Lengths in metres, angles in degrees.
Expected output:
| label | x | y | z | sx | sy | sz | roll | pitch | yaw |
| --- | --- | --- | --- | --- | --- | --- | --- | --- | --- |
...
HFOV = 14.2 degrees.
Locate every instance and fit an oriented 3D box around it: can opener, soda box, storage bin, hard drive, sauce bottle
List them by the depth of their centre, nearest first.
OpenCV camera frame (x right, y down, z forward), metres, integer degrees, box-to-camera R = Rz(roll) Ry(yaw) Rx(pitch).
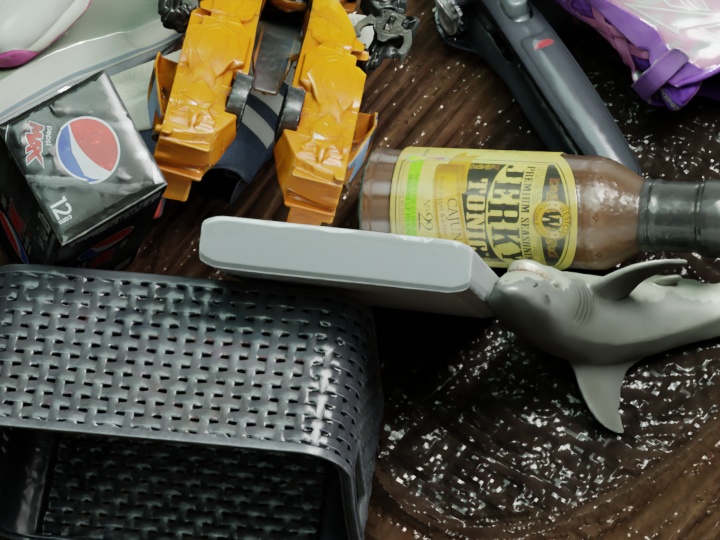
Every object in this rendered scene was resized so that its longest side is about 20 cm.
| label | x | y | z | sx | sy | sz | roll | pitch | yaw |
| --- | --- | --- | --- | --- | --- | --- | --- | --- | --- |
| storage bin | -0.094 | 0.075 | 1.450 | 0.199 | 0.135 | 0.094 | 5 | 60 | 7 |
| hard drive | 0.000 | 0.000 | 1.460 | 0.131 | 0.200 | 0.026 | 6 | 87 | 7 |
| soda box | -0.150 | -0.038 | 1.483 | 0.063 | 0.200 | 0.071 | -28 | 85 | -14 |
| sauce bottle | 0.099 | -0.033 | 1.528 | 0.199 | 0.065 | 0.065 | 1 | 58 | 18 |
| can opener | 0.099 | -0.115 | 1.598 | 0.078 | 0.064 | 0.201 | -25 | 60 | -9 |

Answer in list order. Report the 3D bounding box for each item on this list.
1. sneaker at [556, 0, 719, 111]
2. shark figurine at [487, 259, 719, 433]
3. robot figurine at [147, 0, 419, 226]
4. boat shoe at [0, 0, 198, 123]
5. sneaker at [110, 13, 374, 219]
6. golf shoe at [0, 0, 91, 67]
| label | x | y | z | sx | sy | sz | roll | pitch | yaw |
| --- | --- | --- | --- | --- | --- | --- | --- | --- | --- |
| sneaker | 0.162 | -0.137 | 1.580 | 0.199 | 0.080 | 0.089 | 19 | 75 | -12 |
| shark figurine | 0.156 | 0.040 | 1.508 | 0.213 | 0.128 | 0.090 | 1 | 83 | -16 |
| robot figurine | -0.047 | -0.110 | 1.502 | 0.144 | 0.058 | 0.201 | 16 | 41 | -4 |
| boat shoe | -0.171 | -0.099 | 1.580 | 0.200 | 0.072 | 0.070 | -31 | 41 | -30 |
| sneaker | -0.064 | -0.085 | 1.594 | 0.199 | 0.085 | 0.075 | -23 | 24 | -34 |
| golf shoe | -0.165 | -0.207 | 1.534 | 0.075 | 0.092 | 0.201 | 19 | 77 | 31 |
